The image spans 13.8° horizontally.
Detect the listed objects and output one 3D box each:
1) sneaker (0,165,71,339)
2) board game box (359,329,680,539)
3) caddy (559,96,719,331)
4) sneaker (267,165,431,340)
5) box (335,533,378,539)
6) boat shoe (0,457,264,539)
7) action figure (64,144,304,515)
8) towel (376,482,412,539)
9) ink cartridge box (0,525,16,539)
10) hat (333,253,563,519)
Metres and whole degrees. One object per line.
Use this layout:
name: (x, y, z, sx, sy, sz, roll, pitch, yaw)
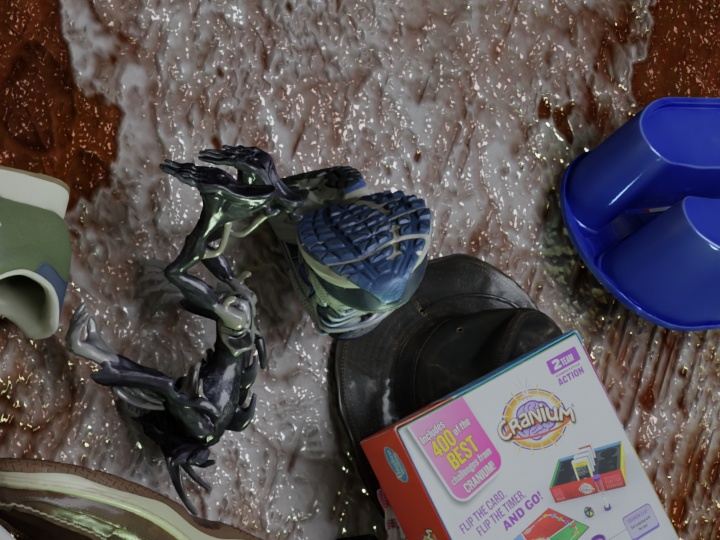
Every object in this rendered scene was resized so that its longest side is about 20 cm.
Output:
sneaker: (-0.228, -0.011, 1.547, 0.200, 0.067, 0.090, 10, 68, -45)
board game box: (0.107, 0.155, 1.721, 0.153, 0.040, 0.200, -25, 89, -36)
caddy: (0.220, -0.032, 1.957, 0.200, 0.105, 0.142, -2, 59, -43)
sneaker: (0.000, 0.000, 1.693, 0.077, 0.200, 0.085, -15, 107, -9)
box: (0.002, 0.274, 1.717, 0.143, 0.036, 0.200, 46, 53, -25)
boat shoe: (-0.125, 0.159, 1.601, 0.202, 0.075, 0.075, 25, 69, -37)
action figure: (-0.098, 0.029, 1.640, 0.119, 0.102, 0.200, -43, 150, -66)
towel: (0.083, 0.212, 1.753, 0.146, 0.030, 0.201, -6, 89, -34)
ink cartridge box: (-0.183, 0.221, 1.532, 0.200, 0.067, 0.117, 47, 52, -23)
hat: (0.081, 0.076, 1.810, 0.200, 0.081, 0.201, 11, 73, -41)
